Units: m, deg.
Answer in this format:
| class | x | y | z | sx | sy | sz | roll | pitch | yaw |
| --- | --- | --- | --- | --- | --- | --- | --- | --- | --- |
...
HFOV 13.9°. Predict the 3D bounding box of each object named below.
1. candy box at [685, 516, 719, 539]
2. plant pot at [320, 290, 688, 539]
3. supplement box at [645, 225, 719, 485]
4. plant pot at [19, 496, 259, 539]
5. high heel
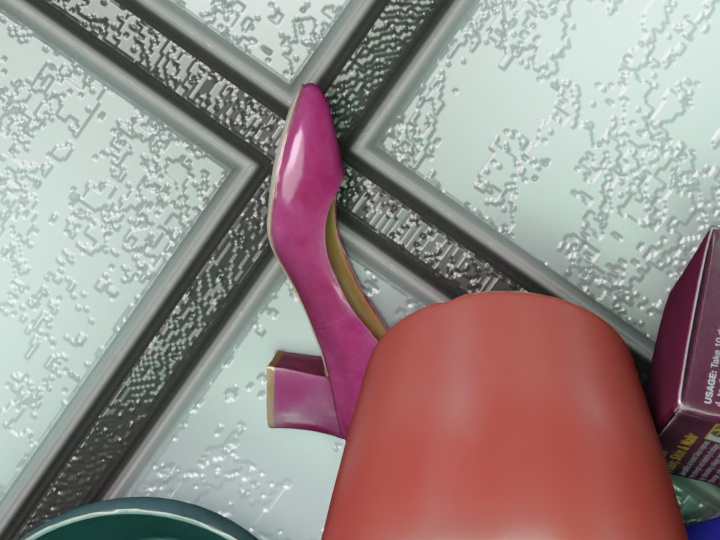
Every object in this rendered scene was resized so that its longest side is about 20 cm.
| class | x | y | z | sx | sy | sz | roll | pitch | yaw |
| --- | --- | --- | --- | --- | --- | --- | --- | --- | --- |
| candy box | 0.169 | 0.222 | 1.556 | 0.199 | 0.169 | 0.077 | -16 | 129 | 4 |
| plant pot | 0.071 | 0.121 | 1.485 | 0.200 | 0.178 | 0.201 | 1 | 140 | 1 |
| supplement box | 0.256 | 0.063 | 1.532 | 0.199 | 0.131 | 0.103 | 13 | 74 | -1 |
| plant pot | -0.112 | 0.206 | 1.584 | 0.199 | 0.135 | 0.201 | 1 | 102 | 3 |
| high heel | 0.000 | 0.000 | 1.569 | 0.096 | 0.067 | 0.201 | 5 | 105 | 8 |
